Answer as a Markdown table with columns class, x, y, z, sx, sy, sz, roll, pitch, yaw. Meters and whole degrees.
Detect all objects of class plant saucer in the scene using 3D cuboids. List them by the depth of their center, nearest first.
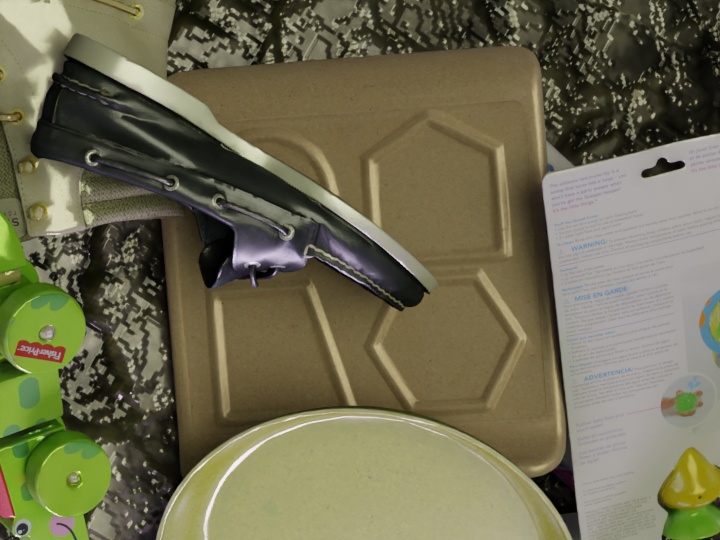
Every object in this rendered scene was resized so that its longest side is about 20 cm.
| class | x | y | z | sx | sy | sz | roll | pitch | yaw |
| --- | --- | --- | --- | --- | --- | --- | --- | --- | --- |
| plant saucer | 0.005 | 0.138 | 1.264 | 0.200 | 0.031 | 0.200 | 3 | 123 | 5 |

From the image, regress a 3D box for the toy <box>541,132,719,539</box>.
| class | x | y | z | sx | sy | sz | roll | pitch | yaw |
| --- | --- | --- | --- | --- | --- | --- | --- | --- | --- |
| toy | 0.143 | 0.030 | 1.272 | 0.115 | 0.047 | 0.200 | -14 | 111 | -13 |

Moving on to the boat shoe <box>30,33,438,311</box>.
| class | x | y | z | sx | sy | sz | roll | pitch | yaw |
| --- | --- | --- | --- | --- | --- | --- | --- | --- | --- |
| boat shoe | -0.059 | -0.026 | 1.204 | 0.199 | 0.074 | 0.066 | 34 | 86 | -22 |

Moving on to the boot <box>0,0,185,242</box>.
| class | x | y | z | sx | sy | sz | roll | pitch | yaw |
| --- | --- | --- | --- | --- | --- | --- | --- | --- | --- |
| boot | -0.172 | -0.088 | 1.219 | 0.200 | 0.072 | 0.155 | -3 | 93 | -27 |

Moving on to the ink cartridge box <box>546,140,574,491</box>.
| class | x | y | z | sx | sy | sz | roll | pitch | yaw |
| --- | --- | --- | --- | --- | --- | --- | --- | --- | --- |
| ink cartridge box | 0.093 | 0.018 | 1.350 | 0.200 | 0.042 | 0.119 | 42 | 75 | -20 |

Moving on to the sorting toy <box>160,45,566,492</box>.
| class | x | y | z | sx | sy | sz | roll | pitch | yaw |
| --- | --- | --- | --- | --- | --- | --- | --- | --- | --- |
| sorting toy | 0.000 | 0.000 | 1.275 | 0.185 | 0.036 | 0.200 | -4 | 90 | 11 |

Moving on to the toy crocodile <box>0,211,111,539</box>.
| class | x | y | z | sx | sy | sz | roll | pitch | yaw |
| --- | --- | --- | --- | --- | --- | --- | --- | --- | --- |
| toy crocodile | -0.157 | 0.056 | 1.209 | 0.062 | 0.067 | 0.200 | -21 | 120 | -23 |

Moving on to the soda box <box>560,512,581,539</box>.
| class | x | y | z | sx | sy | sz | roll | pitch | yaw |
| --- | --- | --- | --- | --- | --- | --- | --- | --- | --- |
| soda box | 0.127 | 0.214 | 1.295 | 0.068 | 0.064 | 0.200 | -4 | 53 | -22 |
